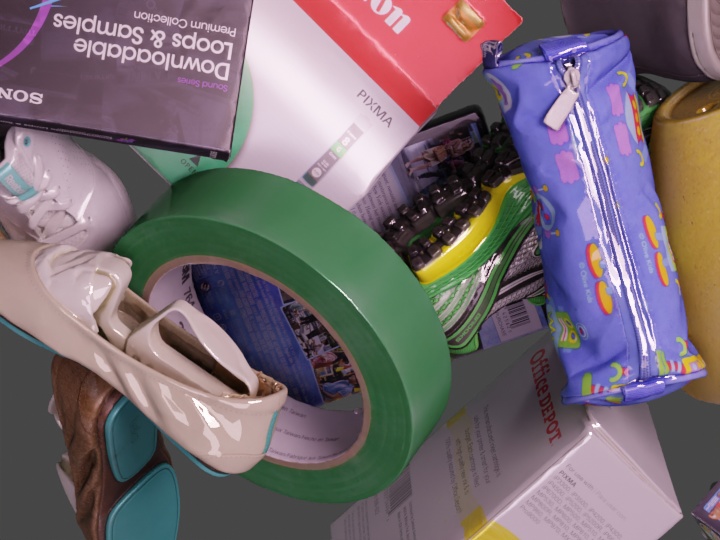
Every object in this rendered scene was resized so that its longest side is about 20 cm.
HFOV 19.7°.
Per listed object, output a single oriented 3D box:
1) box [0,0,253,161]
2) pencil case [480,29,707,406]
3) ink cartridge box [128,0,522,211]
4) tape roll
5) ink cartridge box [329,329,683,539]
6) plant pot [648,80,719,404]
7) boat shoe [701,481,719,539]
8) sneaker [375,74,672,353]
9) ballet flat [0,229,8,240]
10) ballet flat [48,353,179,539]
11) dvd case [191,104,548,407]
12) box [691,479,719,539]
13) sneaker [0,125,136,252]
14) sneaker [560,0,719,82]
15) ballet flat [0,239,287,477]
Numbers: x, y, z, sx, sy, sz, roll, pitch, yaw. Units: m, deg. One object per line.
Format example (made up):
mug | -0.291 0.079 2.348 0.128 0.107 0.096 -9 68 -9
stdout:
box | -0.123 -0.167 1.085 0.142 0.036 0.202 8 86 -5
pencil case | 0.120 -0.028 1.065 0.077 0.087 0.202 -14 92 2
ink cartridge box | -0.035 -0.118 1.134 0.161 0.050 0.200 44 108 -7
tape roll | -0.047 0.038 1.140 0.199 0.048 0.201 21 137 21
ink cartridge box | 0.080 0.145 1.203 0.083 0.145 0.200 42 106 -17
plant pot | 0.233 -0.042 1.109 0.199 0.200 0.143 -25 104 9
boat shoe | 0.240 0.149 1.259 0.062 0.072 0.201 26 110 16
sneaker | 0.097 -0.036 1.159 0.200 0.078 0.085 -40 122 -3
ballet flat | -0.276 0.049 1.196 0.199 0.071 0.071 -35 109 9
ballet flat | -0.151 0.111 1.218 0.072 0.068 0.201 35 151 26
dvd case | 0.000 0.000 1.211 0.199 0.018 0.143 -19 111 7
box | 0.283 0.103 1.176 0.200 0.038 0.137 -47 139 -8
sneaker | -0.186 -0.055 1.147 0.075 0.089 0.201 -24 111 7
sneaker | 0.157 -0.201 1.104 0.074 0.106 0.202 2 89 -45
ballet flat | -0.124 0.029 1.113 0.199 0.069 0.070 36 108 0
